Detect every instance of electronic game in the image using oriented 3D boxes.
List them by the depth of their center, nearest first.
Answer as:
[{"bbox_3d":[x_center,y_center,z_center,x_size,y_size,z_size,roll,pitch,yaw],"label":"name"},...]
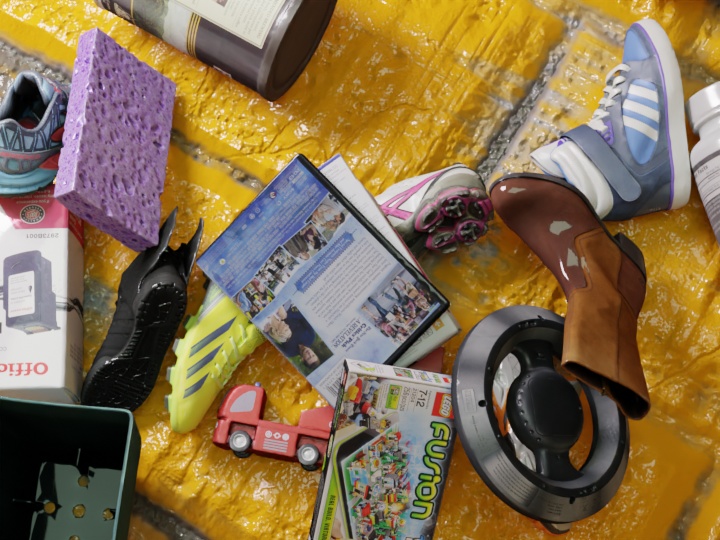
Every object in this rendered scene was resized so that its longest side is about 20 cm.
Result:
[{"bbox_3d":[0.163,0.126,1.300,0.200,0.042,0.200,15,62,-30],"label":"electronic game"}]

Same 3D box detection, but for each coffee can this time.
[{"bbox_3d":[-0.139,-0.276,1.426,0.200,0.146,0.146,29,77,7],"label":"coffee can"}]

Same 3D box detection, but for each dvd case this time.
[{"bbox_3d":[-0.036,0.011,1.325,0.143,0.018,0.200,-46,78,7],"label":"dvd case"}]

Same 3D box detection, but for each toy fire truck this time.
[{"bbox_3d":[-0.029,0.119,1.371,0.200,0.049,0.141,11,75,3],"label":"toy fire truck"}]

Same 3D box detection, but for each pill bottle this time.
[{"bbox_3d":[0.382,-0.082,1.396,0.111,0.111,0.200,-16,76,-4],"label":"pill bottle"}]

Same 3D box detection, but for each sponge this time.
[{"bbox_3d":[-0.230,-0.125,1.379,0.030,0.112,0.200,-22,50,31],"label":"sponge"}]

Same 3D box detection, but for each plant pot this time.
[{"bbox_3d":[-0.263,0.201,1.269,0.141,0.200,0.141,6,74,1],"label":"plant pot"}]

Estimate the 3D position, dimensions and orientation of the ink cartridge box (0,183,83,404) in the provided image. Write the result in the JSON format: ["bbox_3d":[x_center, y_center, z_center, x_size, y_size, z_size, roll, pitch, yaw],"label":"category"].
[{"bbox_3d":[-0.340,0.026,1.375,0.145,0.084,0.200,-2,75,-1],"label":"ink cartridge box"}]

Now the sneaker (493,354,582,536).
[{"bbox_3d":[0.173,0.144,1.356,0.092,0.076,0.200,-15,77,-9],"label":"sneaker"}]

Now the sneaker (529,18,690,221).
[{"bbox_3d":[0.236,-0.146,1.427,0.146,0.081,0.200,-6,81,-6],"label":"sneaker"}]

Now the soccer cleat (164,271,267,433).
[{"bbox_3d":[-0.125,0.063,1.371,0.084,0.065,0.200,18,69,3],"label":"soccer cleat"}]

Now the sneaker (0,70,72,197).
[{"bbox_3d":[-0.289,-0.150,1.380,0.079,0.096,0.200,11,36,18],"label":"sneaker"}]

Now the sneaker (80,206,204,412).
[{"bbox_3d":[-0.207,0.043,1.382,0.060,0.104,0.200,24,111,-22],"label":"sneaker"}]

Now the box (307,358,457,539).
[{"bbox_3d":[0.021,0.185,1.306,0.110,0.035,0.200,9,104,-8],"label":"box"}]

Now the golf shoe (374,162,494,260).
[{"bbox_3d":[0.031,-0.038,1.413,0.200,0.073,0.092,-24,34,5],"label":"golf shoe"}]

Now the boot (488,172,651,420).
[{"bbox_3d":[0.186,0.021,1.322,0.188,0.068,0.200,40,37,-24],"label":"boot"}]

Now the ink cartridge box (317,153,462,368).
[{"bbox_3d":[0.000,0.000,1.343,0.095,0.037,0.200,-35,82,9],"label":"ink cartridge box"}]
